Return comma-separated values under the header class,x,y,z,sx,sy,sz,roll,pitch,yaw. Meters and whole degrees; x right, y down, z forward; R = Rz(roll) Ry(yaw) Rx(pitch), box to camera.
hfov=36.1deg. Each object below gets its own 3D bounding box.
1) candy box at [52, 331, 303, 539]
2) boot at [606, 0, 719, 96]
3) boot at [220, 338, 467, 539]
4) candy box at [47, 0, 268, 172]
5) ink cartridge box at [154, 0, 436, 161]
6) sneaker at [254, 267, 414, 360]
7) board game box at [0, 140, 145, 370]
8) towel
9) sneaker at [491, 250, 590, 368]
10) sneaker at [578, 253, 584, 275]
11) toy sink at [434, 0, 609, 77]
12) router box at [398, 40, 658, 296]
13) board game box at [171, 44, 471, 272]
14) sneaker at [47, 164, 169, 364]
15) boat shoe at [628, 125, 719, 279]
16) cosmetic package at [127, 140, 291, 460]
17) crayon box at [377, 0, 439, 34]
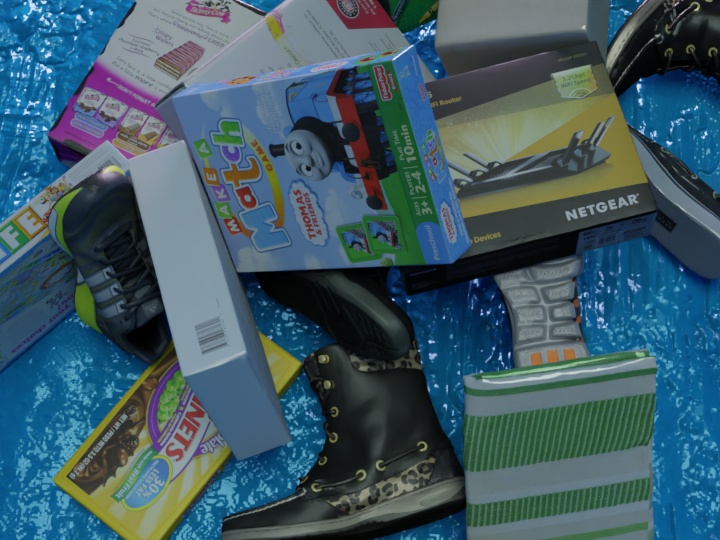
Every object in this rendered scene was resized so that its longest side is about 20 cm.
class,x,y,z,sx,sy,sz,roll,pitch,yaw
candy box,-0.147,0.125,0.910,0.102,0.026,0.200,36,72,9
boot,0.318,-0.194,1.023,0.151,0.073,0.200,40,69,10
boot,-0.022,0.141,0.887,0.200,0.073,0.151,-13,67,-1
candy box,-0.169,-0.161,0.998,0.136,0.061,0.200,26,71,6
ink cartridge box,-0.051,-0.148,0.947,0.200,0.086,0.148,-42,104,-24
sneaker,0.000,0.000,0.903,0.114,0.076,0.199,-33,32,-19
board game box,-0.258,-0.002,0.894,0.200,0.134,0.034,-42,73,-17
towel,0.153,0.158,0.846,0.152,0.200,0.023,-8,26,-5
sneaker,0.146,0.029,0.914,0.077,0.112,0.200,-3,73,6
sneaker,0.110,-0.055,0.975,0.200,0.078,0.099,45,107,0
toy sink,0.150,-0.257,0.979,0.130,0.112,0.200,-2,66,21
router box,0.112,-0.082,0.871,0.200,0.052,0.157,-15,67,0
board game box,-0.031,-0.074,0.809,0.200,0.151,0.037,-2,27,36
sneaker,-0.182,-0.002,0.860,0.081,0.200,0.074,39,63,24
boat shoe,0.267,-0.076,0.991,0.057,0.069,0.200,-35,75,-34
cosmetic package,-0.115,0.024,0.846,0.052,0.151,0.200,-21,57,-1
crayon box,0.002,-0.316,0.998,0.058,0.119,0.200,-25,49,-12
